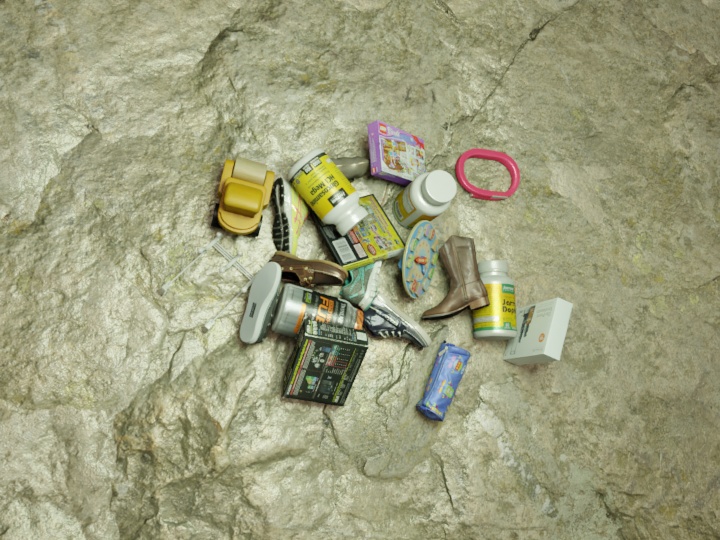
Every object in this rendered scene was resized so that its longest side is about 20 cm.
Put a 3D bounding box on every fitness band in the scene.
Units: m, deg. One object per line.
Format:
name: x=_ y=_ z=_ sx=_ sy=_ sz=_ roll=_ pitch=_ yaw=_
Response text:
fitness band: x=0.363 y=-0.273 z=1.670 sx=0.199 sy=0.037 sz=0.144 roll=5 pitch=74 yaw=-17

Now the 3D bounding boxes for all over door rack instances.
over door rack: x=-0.344 y=0.024 z=1.371 sx=0.148 sy=0.067 sz=0.200 roll=43 pitch=70 yaw=-4

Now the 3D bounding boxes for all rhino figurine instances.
rhino figurine: x=-0.016 y=-0.265 z=1.522 sx=0.199 sy=0.087 sz=0.060 roll=-11 pitch=82 yaw=-19

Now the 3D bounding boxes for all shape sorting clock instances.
shape sorting clock: x=0.155 y=-0.027 z=1.487 sx=0.039 sy=0.200 sz=0.200 roll=14 pitch=69 yaw=30

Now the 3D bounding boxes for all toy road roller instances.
toy road roller: x=-0.275 y=-0.182 z=1.394 sx=0.123 sy=0.146 sz=0.201 roll=14 pitch=75 yaw=-14

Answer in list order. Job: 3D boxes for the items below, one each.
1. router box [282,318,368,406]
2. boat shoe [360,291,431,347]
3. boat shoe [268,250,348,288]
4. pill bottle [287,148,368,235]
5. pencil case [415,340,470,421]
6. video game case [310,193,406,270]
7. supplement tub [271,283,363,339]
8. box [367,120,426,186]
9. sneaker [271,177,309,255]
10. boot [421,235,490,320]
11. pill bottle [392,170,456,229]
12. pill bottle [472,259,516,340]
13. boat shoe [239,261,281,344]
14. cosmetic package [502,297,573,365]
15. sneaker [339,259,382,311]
router box: x=-0.084 y=0.216 z=1.351 sx=0.149 sy=0.200 sz=0.062 roll=13 pitch=31 yaw=-15
boat shoe: x=0.078 y=0.147 z=1.475 sx=0.200 sy=0.075 sz=0.093 roll=40 pitch=71 yaw=4
boat shoe: x=-0.131 y=0.010 z=1.406 sx=0.199 sy=0.071 sz=0.070 roll=10 pitch=50 yaw=17
pill bottle: x=-0.076 y=-0.186 z=1.420 sx=0.112 sy=0.112 sz=0.200 roll=-41 pitch=91 yaw=-20
pencil case: x=0.208 y=0.276 z=1.479 sx=0.087 sy=0.078 sz=0.200 roll=41 pitch=67 yaw=-37
video game case: x=-0.006 y=-0.099 z=1.479 sx=0.180 sy=0.026 sz=0.200 roll=-17 pitch=57 yaw=-19
supplement tub: x=-0.102 y=0.114 z=1.397 sx=0.199 sy=0.123 sz=0.123 roll=17 pitch=74 yaw=-14
box: x=0.101 y=-0.300 z=1.541 sx=0.200 sy=0.039 sz=0.137 roll=8 pitch=74 yaw=-47
sneaker: x=-0.164 y=-0.129 z=1.457 sx=0.090 sy=0.078 sz=0.201 roll=0 pitch=90 yaw=-40
boot: x=0.225 y=0.017 z=1.520 sx=0.186 sy=0.064 sz=0.201 roll=-16 pitch=76 yaw=6
pill bottle: x=0.166 y=-0.183 z=1.500 sx=0.111 sy=0.200 sz=0.111 roll=4 pitch=78 yaw=-16
pill bottle: x=0.352 y=0.079 z=1.548 sx=0.112 sy=0.113 sz=0.201 roll=4 pitch=77 yaw=-16
boat shoe: x=-0.225 y=0.077 z=1.376 sx=0.057 sy=0.069 sz=0.201 roll=15 pitch=97 yaw=-53
cosmetic package: x=0.454 y=0.161 z=1.516 sx=0.052 sy=0.200 sz=0.151 roll=21 pitch=72 yaw=-11
sneaker: x=0.000 y=0.000 z=1.457 sx=0.091 sy=0.078 sz=0.200 roll=20 pitch=50 yaw=-10
